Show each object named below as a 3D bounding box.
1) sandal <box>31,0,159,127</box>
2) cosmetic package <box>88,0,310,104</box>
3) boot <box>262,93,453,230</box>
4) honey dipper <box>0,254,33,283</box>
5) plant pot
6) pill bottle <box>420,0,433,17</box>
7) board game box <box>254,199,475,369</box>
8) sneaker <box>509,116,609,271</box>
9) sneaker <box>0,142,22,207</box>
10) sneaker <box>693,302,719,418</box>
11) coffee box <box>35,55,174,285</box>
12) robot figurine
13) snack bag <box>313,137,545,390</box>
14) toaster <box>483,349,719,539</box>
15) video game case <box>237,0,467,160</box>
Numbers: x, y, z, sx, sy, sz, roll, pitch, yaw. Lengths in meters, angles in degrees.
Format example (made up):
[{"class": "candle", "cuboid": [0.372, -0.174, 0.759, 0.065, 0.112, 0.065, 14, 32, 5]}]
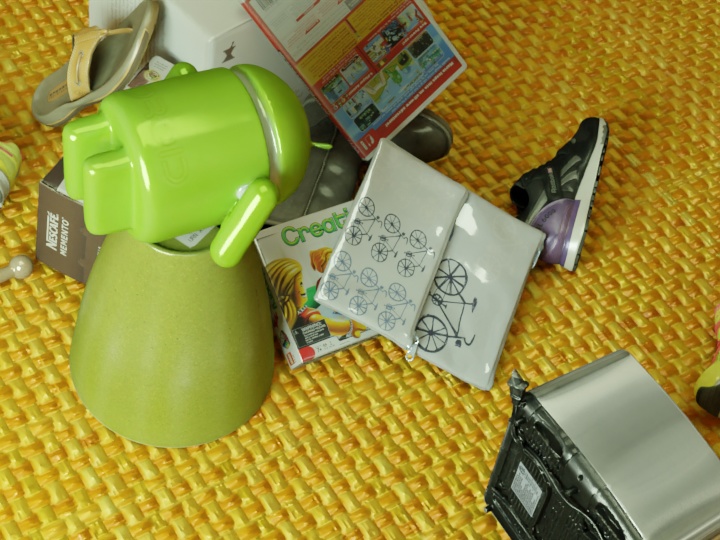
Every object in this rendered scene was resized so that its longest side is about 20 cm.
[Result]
[{"class": "sandal", "cuboid": [-0.268, -0.203, 1.335, 0.054, 0.199, 0.081, 30, 49, -38]}, {"class": "cosmetic package", "cuboid": [-0.159, -0.260, 1.416, 0.164, 0.166, 0.200, -32, 63, -31]}, {"class": "boot", "cuboid": [-0.011, -0.089, 1.369, 0.179, 0.073, 0.201, 8, 42, 11]}, {"class": "honey dipper", "cuboid": [-0.378, 0.031, 1.216, 0.199, 0.038, 0.038, -27, 60, -32]}, {"class": "plant pot", "cuboid": [-0.154, 0.016, 1.166, 0.184, 0.201, 0.189, 6, 49, -7]}, {"class": "pill bottle", "cuboid": [0.017, -0.261, 1.456, 0.110, 0.114, 0.201, -4, 34, -15]}, {"class": "board game box", "cuboid": [0.000, 0.000, 1.288, 0.198, 0.035, 0.128, -20, 82, -28]}, {"class": "sneaker", "cuboid": [0.203, -0.095, 1.420, 0.086, 0.076, 0.201, 14, 49, 8]}, {"class": "sneaker", "cuboid": [-0.413, -0.118, 1.304, 0.198, 0.079, 0.091, 25, 41, 3]}, {"class": "sneaker", "cuboid": [0.370, 0.071, 1.324, 0.090, 0.079, 0.199, 36, 46, 28]}, {"class": "coffee box", "cuboid": [-0.220, -0.092, 1.296, 0.079, 0.114, 0.201, 27, 50, 5]}, {"class": "robot figurine", "cuboid": [-0.125, -0.092, 1.052, 0.198, 0.117, 0.176, -18, 48, -24]}, {"class": "snack bag", "cuboid": [0.071, -0.004, 1.288, 0.198, 0.021, 0.190, 30, 62, -12]}, {"class": "toaster", "cuboid": [0.198, 0.182, 1.107, 0.118, 0.201, 0.181, -24, 58, -23]}, {"class": "video game case", "cuboid": [-0.005, -0.230, 1.328, 0.143, 0.017, 0.201, -43, 107, -10]}]
